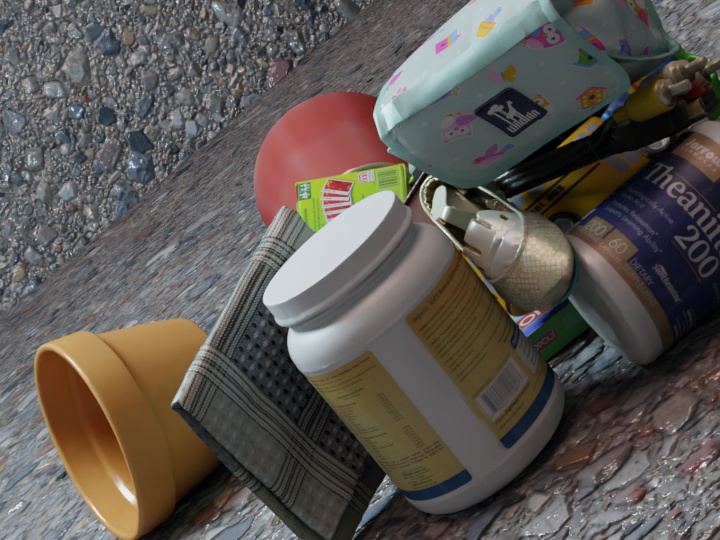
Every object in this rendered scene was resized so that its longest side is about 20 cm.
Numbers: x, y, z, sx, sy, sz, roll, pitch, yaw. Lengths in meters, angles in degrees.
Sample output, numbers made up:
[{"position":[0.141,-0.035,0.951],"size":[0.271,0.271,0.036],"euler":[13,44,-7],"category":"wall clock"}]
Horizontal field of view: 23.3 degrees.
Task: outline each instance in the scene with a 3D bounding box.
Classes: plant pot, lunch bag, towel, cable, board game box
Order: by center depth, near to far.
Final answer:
[{"position":[0.114,-0.148,1.258],"size":[0.170,0.123,0.200],"euler":[-32,-4,30],"category":"lunch bag"},{"position":[0.187,-0.110,1.309],"size":[0.199,0.051,0.097],"euler":[-20,4,39],"category":"cable"},{"position":[-0.034,0.087,1.310],"size":[0.034,0.200,0.194],"euler":[-10,42,44],"category":"towel"},{"position":[0.128,0.048,1.434],"size":[0.199,0.029,0.135],"euler":[-37,14,-2],"category":"board game box"},{"position":[0.000,0.000,1.505],"size":[0.100,0.048,0.201],"euler":[-10,45,6],"category":"board game box"},{"position":[-0.202,0.135,1.656],"size":[0.139,0.202,0.200],"euler":[-25,8,-28],"category":"plant pot"},{"position":[0.000,-0.070,1.813],"size":[0.200,0.201,0.177],"euler":[-36,23,1],"category":"plant pot"}]

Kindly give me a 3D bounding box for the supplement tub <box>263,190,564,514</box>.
[{"position":[0.038,0.058,1.258],"size":[0.144,0.200,0.145],"euler":[-36,15,11],"category":"supplement tub"}]

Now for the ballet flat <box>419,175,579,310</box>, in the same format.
[{"position":[0.091,-0.024,1.262],"size":[0.068,0.062,0.200],"euler":[-68,23,10],"category":"ballet flat"}]

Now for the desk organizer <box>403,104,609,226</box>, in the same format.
[{"position":[0.121,-0.098,1.422],"size":[0.201,0.077,0.072],"euler":[-57,-30,10],"category":"desk organizer"}]

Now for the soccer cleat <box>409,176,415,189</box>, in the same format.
[{"position":[0.086,-0.069,1.656],"size":[0.200,0.080,0.068],"euler":[82,-149,-71],"category":"soccer cleat"}]

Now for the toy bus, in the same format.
[{"position":[0.173,-0.052,1.384],"size":[0.200,0.065,0.078],"euler":[-42,56,-16],"category":"toy bus"}]

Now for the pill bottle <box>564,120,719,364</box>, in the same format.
[{"position":[0.242,-0.035,1.255],"size":[0.200,0.111,0.111],"euler":[-39,15,-9],"category":"pill bottle"}]

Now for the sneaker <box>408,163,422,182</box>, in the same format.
[{"position":[0.132,-0.073,1.498],"size":[0.198,0.089,0.075],"euler":[-1,-4,25],"category":"sneaker"}]

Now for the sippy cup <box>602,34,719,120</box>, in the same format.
[{"position":[0.227,-0.134,1.570],"size":[0.178,0.139,0.131],"euler":[-54,6,43],"category":"sippy cup"}]
